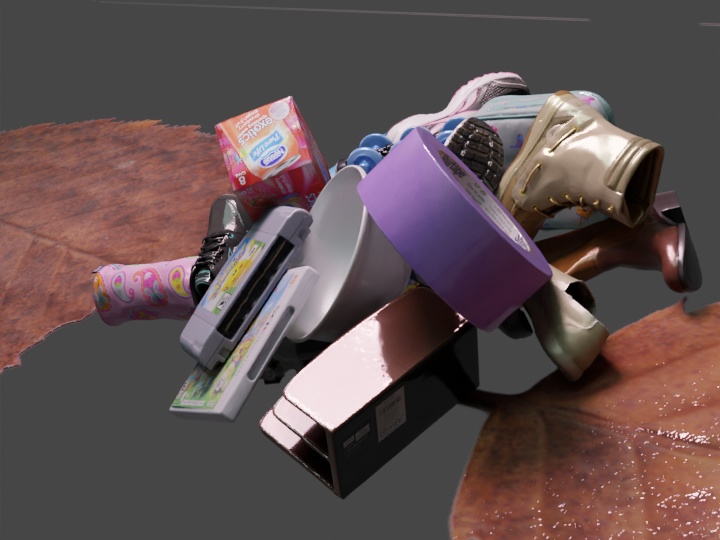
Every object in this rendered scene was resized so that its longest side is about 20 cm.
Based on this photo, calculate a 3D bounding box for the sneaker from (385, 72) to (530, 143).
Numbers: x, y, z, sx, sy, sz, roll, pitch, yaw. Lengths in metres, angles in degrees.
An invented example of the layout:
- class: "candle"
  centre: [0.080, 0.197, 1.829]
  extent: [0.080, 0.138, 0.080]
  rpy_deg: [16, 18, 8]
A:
- class: "sneaker"
  centre: [0.136, -0.174, 1.853]
  extent: [0.199, 0.081, 0.086]
  rpy_deg: [-31, 42, -6]

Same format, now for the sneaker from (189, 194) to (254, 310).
- class: "sneaker"
  centre: [-0.163, -0.005, 1.742]
  extent: [0.075, 0.079, 0.202]
  rpy_deg: [-21, 62, 29]

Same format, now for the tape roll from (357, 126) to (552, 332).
- class: "tape roll"
  centre: [0.094, -0.041, 1.436]
  extent: [0.085, 0.200, 0.200]
  rpy_deg: [-42, 24, 12]

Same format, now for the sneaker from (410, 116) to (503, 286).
- class: "sneaker"
  centre: [0.092, -0.078, 1.610]
  extent: [0.202, 0.078, 0.089]
  rpy_deg: [-66, 21, -12]

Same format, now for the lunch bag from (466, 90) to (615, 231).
- class: "lunch bag"
  centre: [0.218, -0.132, 1.710]
  extent: [0.199, 0.162, 0.077]
  rpy_deg: [2, 25, 41]

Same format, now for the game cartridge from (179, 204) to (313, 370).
- class: "game cartridge"
  centre: [-0.130, 0.014, 1.616]
  extent: [0.201, 0.040, 0.133]
  rpy_deg: [-56, 13, -6]

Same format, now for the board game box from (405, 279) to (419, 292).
- class: "board game box"
  centre: [0.000, 0.000, 1.748]
  extent: [0.195, 0.056, 0.199]
  rpy_deg: [-34, 29, -22]

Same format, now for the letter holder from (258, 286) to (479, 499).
- class: "letter holder"
  centre: [0.002, 0.103, 1.456]
  extent: [0.199, 0.101, 0.142]
  rpy_deg: [-36, 50, -27]

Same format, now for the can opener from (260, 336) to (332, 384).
- class: "can opener"
  centre: [-0.044, 0.085, 1.624]
  extent: [0.198, 0.054, 0.067]
  rpy_deg: [-8, 32, 23]

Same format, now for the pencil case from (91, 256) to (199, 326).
- class: "pencil case"
  centre: [-0.251, 0.024, 1.858]
  extent: [0.198, 0.088, 0.088]
  rpy_deg: [-4, 31, 35]

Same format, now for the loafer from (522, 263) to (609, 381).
- class: "loafer"
  centre: [0.204, 0.032, 1.495]
  extent: [0.068, 0.076, 0.201]
  rpy_deg: [-33, 40, 10]

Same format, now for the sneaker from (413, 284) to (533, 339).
- class: "sneaker"
  centre: [0.109, 0.049, 1.575]
  extent: [0.115, 0.075, 0.200]
  rpy_deg: [-31, 21, -1]

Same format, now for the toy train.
- class: "toy train"
  centre: [0.070, -0.107, 1.705]
  extent: [0.198, 0.115, 0.087]
  rpy_deg: [-10, 18, 19]

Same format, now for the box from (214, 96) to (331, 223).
- class: "box"
  centre: [-0.091, -0.108, 1.723]
  extent: [0.099, 0.200, 0.096]
  rpy_deg: [-19, 66, 4]

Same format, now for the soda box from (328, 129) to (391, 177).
- class: "soda box"
  centre: [-0.001, -0.111, 1.943]
  extent: [0.199, 0.068, 0.064]
  rpy_deg: [-34, 30, -24]

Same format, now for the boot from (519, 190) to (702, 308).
- class: "boot"
  centre: [0.258, -0.008, 1.563]
  extent: [0.198, 0.069, 0.189]
  rpy_deg: [-19, 33, 13]

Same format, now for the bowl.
- class: "bowl"
  centre: [-0.004, -0.005, 1.562]
  extent: [0.201, 0.090, 0.202]
  rpy_deg: [-53, 26, 40]

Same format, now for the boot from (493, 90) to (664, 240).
- class: "boot"
  centre: [0.231, -0.075, 1.573]
  extent: [0.155, 0.201, 0.072]
  rpy_deg: [35, 15, 38]

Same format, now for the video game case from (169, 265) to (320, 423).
- class: "video game case"
  centre: [-0.129, 0.081, 1.580]
  extent: [0.183, 0.022, 0.200]
  rpy_deg: [-59, 17, -16]
